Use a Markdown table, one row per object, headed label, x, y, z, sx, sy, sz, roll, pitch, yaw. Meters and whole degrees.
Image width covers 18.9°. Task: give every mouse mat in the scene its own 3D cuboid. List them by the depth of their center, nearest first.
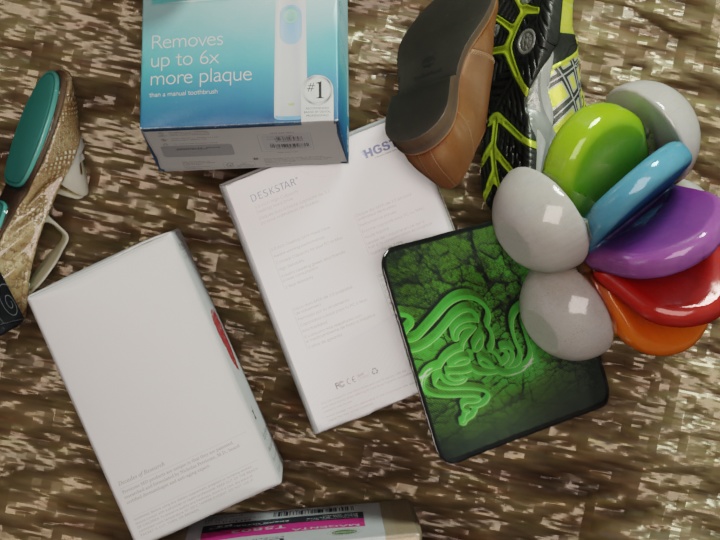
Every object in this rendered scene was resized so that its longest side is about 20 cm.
| label | x | y | z | sx | sy | sz | roll | pitch | yaw |
| --- | --- | --- | --- | --- | --- | --- | --- | --- | --- |
| mouse mat | 0.104 | 0.044 | 1.602 | 0.199 | 0.008 | 0.162 | -16 | 88 | -42 |

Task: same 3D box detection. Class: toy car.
| label | x | y | z | sx | sy | sz | roll | pitch | yaw |
| --- | --- | --- | --- | --- | --- | --- | --- | --- | --- |
| toy car | 0.203 | -0.025 | 1.566 | 0.175 | 0.150 | 0.201 | -36 | 128 | -22 |

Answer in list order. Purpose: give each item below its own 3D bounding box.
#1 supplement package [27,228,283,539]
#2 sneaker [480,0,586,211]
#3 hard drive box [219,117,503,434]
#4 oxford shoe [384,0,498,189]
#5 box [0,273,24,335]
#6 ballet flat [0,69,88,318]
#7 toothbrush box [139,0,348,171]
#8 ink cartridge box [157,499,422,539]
| label | x | y | z | sx | sy | sz | roll | pitch | yaw |
| --- | --- | --- | --- | --- | --- | --- | --- | --- | --- |
| supplement package | -0.149 | 0.083 | 1.609 | 0.119 | 0.121 | 0.201 | -24 | 93 | 0 |
| sneaker | 0.138 | -0.134 | 1.645 | 0.076 | 0.075 | 0.202 | 10 | 84 | -37 |
| hard drive box | 0.000 | 0.000 | 1.632 | 0.155 | 0.077 | 0.202 | -21 | 93 | -1 |
| oxford shoe | 0.069 | -0.141 | 1.605 | 0.071 | 0.201 | 0.071 | -12 | 132 | 32 |
| box | -0.355 | -0.015 | 1.548 | 0.114 | 0.132 | 0.201 | -27 | 92 | 18 |
| ballet flat | -0.245 | -0.052 | 1.639 | 0.065 | 0.070 | 0.201 | 22 | 94 | -28 |
| toothbrush box | -0.083 | -0.182 | 1.584 | 0.145 | 0.085 | 0.202 | -1 | 70 | 5 |
| ink cartridge box | -0.052 | 0.224 | 1.595 | 0.198 | 0.165 | 0.076 | -5 | 92 | -2 |
